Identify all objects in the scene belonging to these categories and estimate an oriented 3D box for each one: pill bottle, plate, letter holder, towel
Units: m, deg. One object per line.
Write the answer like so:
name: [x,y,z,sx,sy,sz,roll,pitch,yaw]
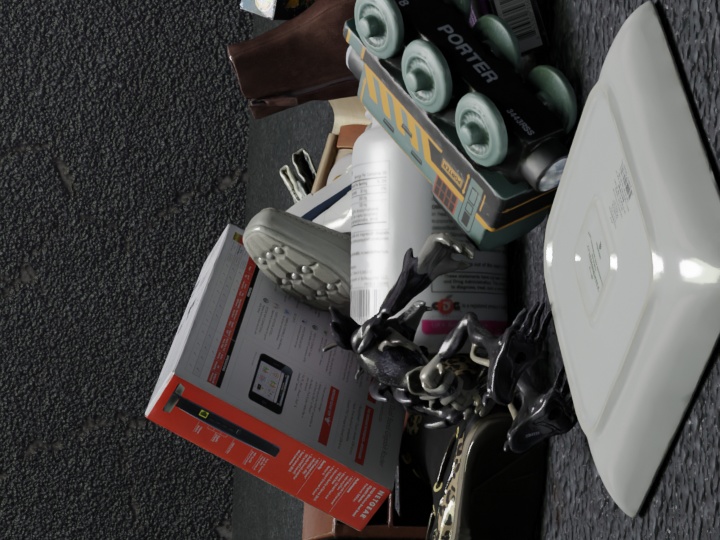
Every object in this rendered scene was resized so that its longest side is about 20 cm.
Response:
pill bottle: [0.049,-0.042,1.115,0.113,0.112,0.203,165,106,-80]
plate: [0.137,-0.006,0.830,0.201,0.032,0.201,102,166,-47]
letter holder: [0.011,0.167,1.377,0.200,0.099,0.144,130,141,-75]
towel: [-0.021,0.005,1.497,0.200,0.034,0.194,74,174,-63]

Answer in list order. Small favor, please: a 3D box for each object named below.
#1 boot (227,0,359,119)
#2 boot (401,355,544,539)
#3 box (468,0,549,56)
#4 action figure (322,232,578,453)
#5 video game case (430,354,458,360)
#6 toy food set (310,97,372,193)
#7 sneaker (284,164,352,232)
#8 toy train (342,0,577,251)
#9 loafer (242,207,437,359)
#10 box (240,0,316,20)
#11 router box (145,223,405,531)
boot: [-0.008,-0.158,1.189,0.200,0.165,0.073,57,-170,-70]
boot: [0.069,0.169,1.096,0.151,0.072,0.202,-117,33,-68]
box: [0.073,-0.234,1.083,0.200,0.036,0.144,-112,2,-70]
action figure: [0.060,0.048,0.992,0.119,0.102,0.199,50,160,-28]
video game case: [-0.002,0.058,1.333,0.199,0.018,0.145,-28,51,33]
toy food set: [-0.014,-0.061,1.340,0.143,0.060,0.202,11,81,47]
sneaker: [0.023,-0.049,1.243,0.199,0.076,0.081,-36,73,28]
toy train: [0.058,-0.107,1.001,0.200,0.085,0.115,49,146,26]
loafer: [0.000,0.000,1.192,0.070,0.199,0.070,-24,44,50]
box: [0.002,-0.260,1.186,0.037,0.199,0.138,24,112,37]
router box: [-0.051,0.075,1.170,0.049,0.178,0.201,-54,12,32]
